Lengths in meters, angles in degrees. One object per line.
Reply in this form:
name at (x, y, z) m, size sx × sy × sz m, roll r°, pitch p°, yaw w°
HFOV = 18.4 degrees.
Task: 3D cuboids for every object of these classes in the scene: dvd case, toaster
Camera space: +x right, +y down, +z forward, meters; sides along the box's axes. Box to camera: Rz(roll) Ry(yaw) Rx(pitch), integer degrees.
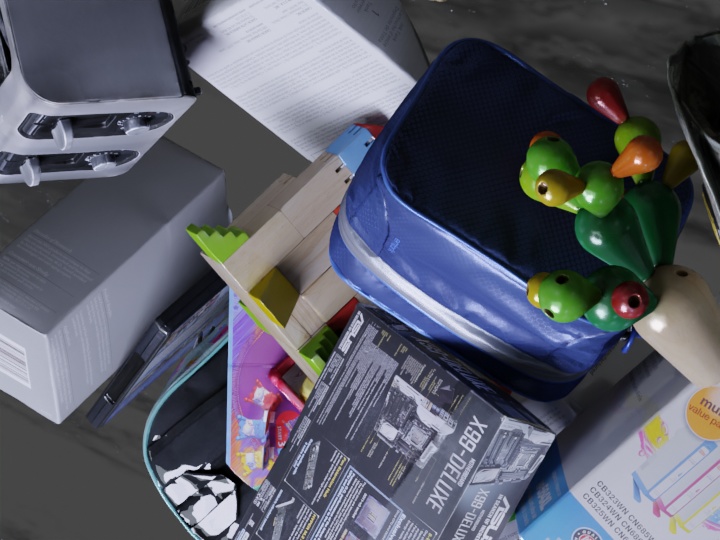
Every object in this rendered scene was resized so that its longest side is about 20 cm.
dvd case at (-0.125, 0.036, 1.622) m, size 0.018 × 0.143 × 0.200 m, roll 46°, pitch 149°, yaw 3°
toaster at (-0.196, -0.166, 1.434) m, size 0.181 × 0.118 × 0.201 m, roll -31°, pitch 71°, yaw 64°

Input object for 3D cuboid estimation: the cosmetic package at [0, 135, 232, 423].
cosmetic package at (-0.185, 0.001, 1.599) m, size 0.090 × 0.200 × 0.107 m, roll 27°, pitch 143°, yaw 22°

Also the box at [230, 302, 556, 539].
box at (0.010, 0.141, 1.322) m, size 0.050 × 0.201 × 0.158 m, roll 22°, pitch -171°, yaw -41°

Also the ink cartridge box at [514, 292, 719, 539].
ink cartridge box at (0.204, 0.116, 1.291) m, size 0.129 × 0.200 × 0.125 m, roll 46°, pitch -170°, yaw -6°

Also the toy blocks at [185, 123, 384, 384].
toy blocks at (0.000, 0.000, 1.420) m, size 0.200 × 0.137 × 0.100 m, roll 50°, pitch 170°, yaw -21°

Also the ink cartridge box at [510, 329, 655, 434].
ink cartridge box at (0.183, 0.139, 1.443) m, size 0.200 × 0.084 × 0.145 m, roll 45°, pitch 150°, yaw -2°

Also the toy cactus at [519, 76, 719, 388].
toy cactus at (0.152, -0.014, 1.185) m, size 0.102 × 0.200 × 0.165 m, roll -33°, pitch 106°, yaw 22°

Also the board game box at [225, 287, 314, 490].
board game box at (-0.010, 0.067, 1.483) m, size 0.039 × 0.157 × 0.201 m, roll -131°, pitch 43°, yaw -85°

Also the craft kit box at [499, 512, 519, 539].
craft kit box at (0.113, 0.231, 1.472) m, size 0.049 × 0.200 × 0.198 m, roll -43°, pitch 71°, yaw 45°

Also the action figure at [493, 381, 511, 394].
action figure at (0.047, 0.115, 1.414) m, size 0.052 × 0.200 × 0.065 m, roll 38°, pitch 152°, yaw -12°

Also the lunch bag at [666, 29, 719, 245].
lunch bag at (0.246, -0.031, 1.145) m, size 0.200 × 0.118 × 0.164 m, roll 23°, pitch 148°, yaw 51°

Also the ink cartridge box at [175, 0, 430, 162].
ink cartridge box at (-0.008, -0.121, 1.415) m, size 0.200 × 0.050 × 0.161 m, roll 36°, pitch 153°, yaw -22°

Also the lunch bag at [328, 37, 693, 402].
lunch bag at (0.091, -0.021, 1.306) m, size 0.200 × 0.136 × 0.132 m, roll 34°, pitch 150°, yaw 0°

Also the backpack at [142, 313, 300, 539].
backpack at (-0.056, 0.112, 1.577) m, size 0.176 × 0.200 × 0.153 m, roll 48°, pitch 170°, yaw -7°
